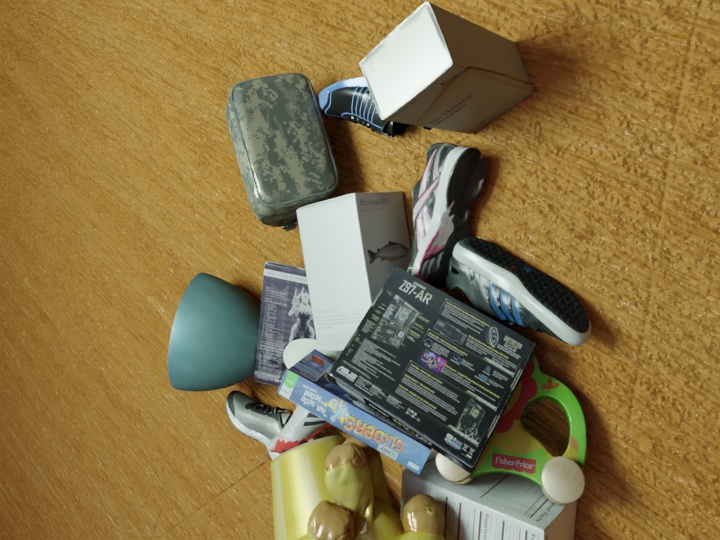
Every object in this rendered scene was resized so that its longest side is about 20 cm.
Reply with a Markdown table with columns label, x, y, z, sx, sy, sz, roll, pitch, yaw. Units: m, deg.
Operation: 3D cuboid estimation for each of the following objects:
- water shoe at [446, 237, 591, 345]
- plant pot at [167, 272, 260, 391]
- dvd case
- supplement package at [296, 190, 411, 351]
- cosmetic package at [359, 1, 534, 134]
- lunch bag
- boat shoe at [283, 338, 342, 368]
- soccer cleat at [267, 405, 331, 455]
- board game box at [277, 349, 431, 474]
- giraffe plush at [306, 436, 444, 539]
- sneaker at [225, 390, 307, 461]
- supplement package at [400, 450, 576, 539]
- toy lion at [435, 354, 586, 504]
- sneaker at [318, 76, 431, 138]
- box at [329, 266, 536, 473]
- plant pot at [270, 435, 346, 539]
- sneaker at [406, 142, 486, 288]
| label | x | y | z | sx | sy | sz | roll | pitch | yaw |
| --- | --- | --- | --- | --- | --- | --- | --- | --- | --- |
| water shoe | 0.188 | 0.038 | 0.729 | 0.199 | 0.070 | 0.081 | 42 | 130 | 35 |
| plant pot | -0.233 | 0.118 | 1.040 | 0.131 | 0.201 | 0.206 | 11 | 107 | 3 |
| dvd case | -0.095 | 0.098 | 0.967 | 0.144 | 0.016 | 0.206 | 10 | 105 | 9 |
| supplement package | 0.000 | 0.000 | 0.848 | 0.115 | 0.115 | 0.207 | -8 | 92 | 40 |
| cosmetic package | 0.103 | -0.217 | 0.672 | 0.102 | 0.197 | 0.075 | -29 | 78 | 39 |
| lunch bag | -0.127 | -0.176 | 0.918 | 0.167 | 0.136 | 0.205 | 146 | 107 | -69 |
| boat shoe | -0.023 | 0.163 | 0.882 | 0.195 | 0.062 | 0.074 | 20 | 68 | 6 |
| soccer cleat | -0.078 | 0.225 | 0.957 | 0.198 | 0.068 | 0.087 | -33 | 87 | 21 |
| board game box | 0.002 | 0.174 | 0.772 | 0.196 | 0.135 | 0.035 | 28 | 97 | 8 |
| giraffe plush | 0.034 | 0.315 | 0.707 | 0.158 | 0.172 | 0.206 | 10 | 86 | 18 |
| sneaker | -0.160 | 0.268 | 1.063 | 0.197 | 0.073 | 0.081 | 31 | 106 | 27 |
| supplement package | 0.158 | 0.320 | 0.760 | 0.196 | 0.112 | 0.113 | 9 | 102 | 40 |
| toy lion | 0.173 | 0.165 | 0.728 | 0.194 | 0.069 | 0.197 | 5 | 71 | 19 |
| sneaker | 0.018 | -0.223 | 0.830 | 0.196 | 0.069 | 0.081 | 1 | 92 | 40 |
| box | 0.084 | 0.112 | 0.713 | 0.197 | 0.044 | 0.162 | 28 | 72 | 20 |
| plant pot | -0.052 | 0.367 | 0.909 | 0.200 | 0.197 | 0.193 | -40 | 58 | 36 |
| sneaker | 0.101 | -0.072 | 0.791 | 0.086 | 0.079 | 0.205 | 42 | 120 | 49 |
